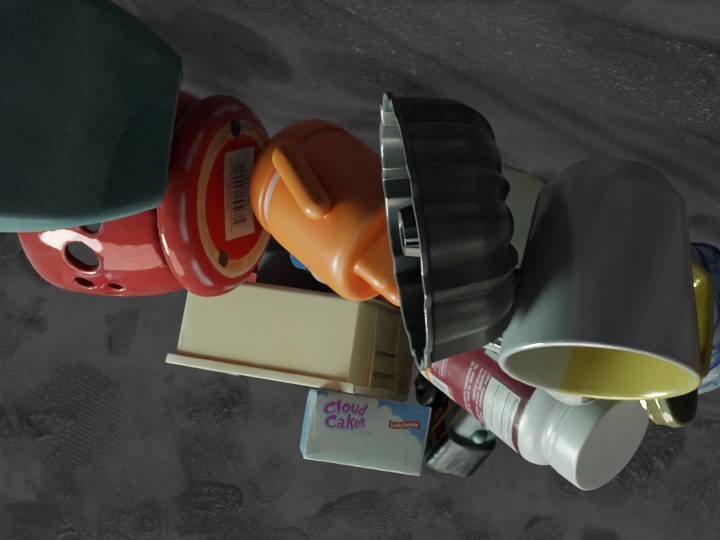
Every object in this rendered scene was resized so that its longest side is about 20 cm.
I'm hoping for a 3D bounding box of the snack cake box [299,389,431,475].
[{"bbox_3d":[0.000,0.159,1.388,0.113,0.068,0.200,11,175,-3],"label":"snack cake box"}]

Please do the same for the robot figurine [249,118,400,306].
[{"bbox_3d":[-0.018,-0.055,1.192,0.143,0.118,0.200,-17,-135,-42],"label":"robot figurine"}]

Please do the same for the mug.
[{"bbox_3d":[0.187,0.010,1.049,0.147,0.156,0.187,1,161,18],"label":"mug"}]

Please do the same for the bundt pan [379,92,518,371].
[{"bbox_3d":[0.065,-0.032,1.007,0.075,0.205,0.202,-7,175,-4],"label":"bundt pan"}]

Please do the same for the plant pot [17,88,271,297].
[{"bbox_3d":[-0.186,-0.073,1.254,0.180,0.204,0.200,7,170,28],"label":"plant pot"}]

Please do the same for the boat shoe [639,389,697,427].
[{"bbox_3d":[0.220,0.042,1.160,0.063,0.203,0.073,-34,158,35],"label":"boat shoe"}]

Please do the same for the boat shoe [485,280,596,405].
[{"bbox_3d":[0.128,0.035,1.167,0.199,0.071,0.064,32,153,34],"label":"boat shoe"}]

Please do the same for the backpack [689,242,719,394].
[{"bbox_3d":[0.270,0.045,1.270,0.198,0.165,0.154,2,151,42],"label":"backpack"}]

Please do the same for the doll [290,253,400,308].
[{"bbox_3d":[0.000,0.000,1.340,0.134,0.049,0.200,6,174,20],"label":"doll"}]

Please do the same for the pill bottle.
[{"bbox_3d":[0.151,0.098,1.229,0.199,0.115,0.114,37,-172,38],"label":"pill bottle"}]

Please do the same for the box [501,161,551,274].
[{"bbox_3d":[0.093,-0.048,1.250,0.094,0.079,0.199,20,174,-23],"label":"box"}]

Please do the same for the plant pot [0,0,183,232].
[{"bbox_3d":[-0.247,-0.121,1.070,0.197,0.200,0.195,9,177,-20],"label":"plant pot"}]

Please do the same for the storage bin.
[{"bbox_3d":[-0.062,0.071,1.420,0.197,0.095,0.198,7,174,19],"label":"storage bin"}]

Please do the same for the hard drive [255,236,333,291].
[{"bbox_3d":[-0.011,-0.023,1.531,0.197,0.043,0.135,2,-152,7],"label":"hard drive"}]

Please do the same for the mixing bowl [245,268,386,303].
[{"bbox_3d":[-0.044,0.018,1.619,0.197,0.110,0.201,-2,-154,1],"label":"mixing bowl"}]

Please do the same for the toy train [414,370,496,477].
[{"bbox_3d":[0.121,0.117,1.398,0.084,0.115,0.201,15,133,-23],"label":"toy train"}]
